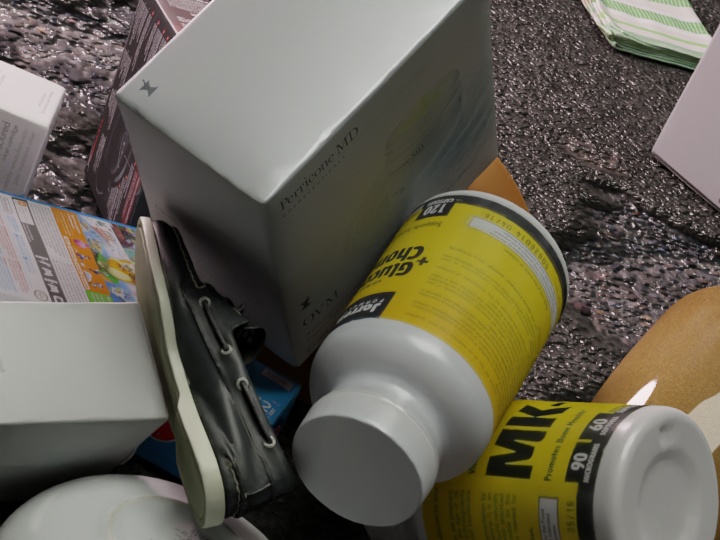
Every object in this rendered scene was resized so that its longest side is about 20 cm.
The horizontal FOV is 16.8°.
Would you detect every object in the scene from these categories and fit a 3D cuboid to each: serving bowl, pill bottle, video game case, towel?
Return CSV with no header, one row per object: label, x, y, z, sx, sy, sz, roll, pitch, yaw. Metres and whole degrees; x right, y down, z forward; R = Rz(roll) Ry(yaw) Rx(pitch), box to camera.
serving bowl,-0.110,0.177,1.349,0.199,0.066,0.200,20,28,-11
pill bottle,0.038,0.051,1.409,0.112,0.112,0.200,29,45,6
video game case,-0.173,0.001,1.490,0.199,0.018,0.143,15,23,-27
pill bottle,0.103,0.134,1.456,0.199,0.115,0.114,-1,8,41
towel,0.282,-0.266,2.441,0.152,0.023,0.200,12,31,-25

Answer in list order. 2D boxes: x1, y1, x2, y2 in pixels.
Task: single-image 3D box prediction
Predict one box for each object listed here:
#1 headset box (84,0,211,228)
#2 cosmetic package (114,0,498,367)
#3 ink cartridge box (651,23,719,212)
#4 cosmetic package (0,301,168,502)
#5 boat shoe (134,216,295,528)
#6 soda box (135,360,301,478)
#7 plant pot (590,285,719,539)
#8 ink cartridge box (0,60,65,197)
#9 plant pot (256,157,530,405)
headset box,-0.121,-0.094,1.657,0.077,0.150,0.200,14,16,-20
cosmetic package,-0.024,-0.086,1.454,0.123,0.200,0.199,35,69,23
ink cartridge box,0.393,-0.131,2.178,0.146,0.147,0.199,42,32,27
cosmetic package,-0.221,0.075,1.361,0.199,0.113,0.082,0,62,-40
boat shoe,-0.083,0.052,1.391,0.066,0.075,0.200,-9,52,-15
soda box,-0.143,0.061,1.508,0.199,0.068,0.064,29,24,6
plant pot,0.207,0.133,1.584,0.186,0.187,0.200,38,43,22
ink cartridge box,-0.307,-0.097,1.591,0.199,0.116,0.068,22,27,-6
plant pot,0.000,0.000,1.621,0.199,0.201,0.140,33,46,14
